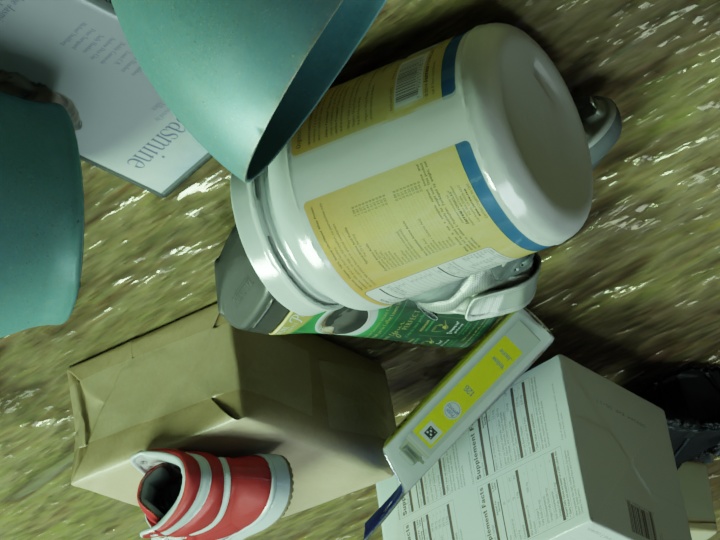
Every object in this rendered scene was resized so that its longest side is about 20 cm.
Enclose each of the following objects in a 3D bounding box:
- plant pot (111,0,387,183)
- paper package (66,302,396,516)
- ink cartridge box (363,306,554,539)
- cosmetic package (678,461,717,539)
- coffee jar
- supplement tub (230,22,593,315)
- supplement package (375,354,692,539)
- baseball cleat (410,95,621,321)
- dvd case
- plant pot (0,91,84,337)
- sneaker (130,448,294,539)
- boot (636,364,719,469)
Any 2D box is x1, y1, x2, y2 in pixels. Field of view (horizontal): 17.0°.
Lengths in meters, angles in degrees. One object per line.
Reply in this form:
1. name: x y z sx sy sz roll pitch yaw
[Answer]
1. plant pot: -0.059 -0.168 1.283 0.134 0.201 0.200 35 148 2
2. paper package: -0.103 0.123 1.916 0.190 0.104 0.199 -24 150 31
3. ink cartridge box: 0.060 0.112 1.807 0.200 0.047 0.198 -44 178 -2
4. cosmetic package: 0.214 0.219 2.212 0.198 0.074 0.104 5 152 -23
5. coffee jar: 0.000 0.000 1.710 0.198 0.086 0.104 5 150 -23
6. supplement tub: 0.032 -0.059 1.533 0.199 0.146 0.144 -20 151 27
7. supplement package: 0.138 0.194 1.940 0.199 0.152 0.151 -30 142 30
8. baseball cleat: 0.110 -0.039 1.631 0.199 0.070 0.106 -33 124 23
9. dvd case: -0.167 -0.118 1.465 0.199 0.018 0.143 25 142 -25
10. plant pot: -0.266 -0.034 1.433 0.186 0.201 0.200 -2 154 -19
11. sneaker: -0.147 0.194 1.854 0.112 0.072 0.200 8 144 -33
12. boot: 0.223 0.143 2.061 0.197 0.074 0.163 -2 156 -23
